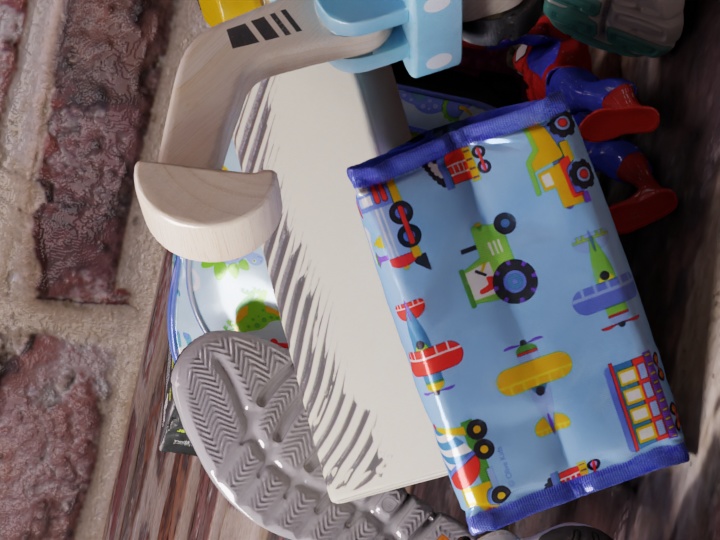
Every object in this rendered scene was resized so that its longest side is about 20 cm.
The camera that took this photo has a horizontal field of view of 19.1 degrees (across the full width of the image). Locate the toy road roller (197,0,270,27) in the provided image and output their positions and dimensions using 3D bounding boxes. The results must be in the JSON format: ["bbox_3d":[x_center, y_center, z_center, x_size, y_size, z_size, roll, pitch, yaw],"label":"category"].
[{"bbox_3d":[-0.040,-0.208,1.102,0.200,0.122,0.147,-127,20,-69],"label":"toy road roller"}]

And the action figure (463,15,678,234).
[{"bbox_3d":[0.074,-0.070,0.980,0.200,0.098,0.066,-101,-2,-70],"label":"action figure"}]

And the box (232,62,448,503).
[{"bbox_3d":[0.000,0.000,0.983,0.082,0.068,0.201,4,-111,-75],"label":"box"}]

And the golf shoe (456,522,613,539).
[{"bbox_3d":[0.058,0.140,0.906,0.200,0.077,0.095,118,161,-53],"label":"golf shoe"}]

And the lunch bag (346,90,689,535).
[{"bbox_3d":[0.061,0.010,0.911,0.200,0.094,0.151,-86,-24,-86],"label":"lunch bag"}]

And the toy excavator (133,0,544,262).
[{"bbox_3d":[-0.015,-0.115,0.902,0.100,0.199,0.195,82,170,-67],"label":"toy excavator"}]

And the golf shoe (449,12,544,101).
[{"bbox_3d":[0.077,-0.156,1.164,0.092,0.075,0.201,-80,15,-59],"label":"golf shoe"}]

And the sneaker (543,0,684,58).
[{"bbox_3d":[0.125,-0.170,0.886,0.200,0.077,0.092,118,170,-69],"label":"sneaker"}]

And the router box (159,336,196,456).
[{"bbox_3d":[-0.043,0.036,1.340,0.201,0.149,0.062,-90,15,-47],"label":"router box"}]

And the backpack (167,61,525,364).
[{"bbox_3d":[-0.013,-0.007,1.108,0.147,0.182,0.201,-54,-24,-71],"label":"backpack"}]

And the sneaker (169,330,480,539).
[{"bbox_3d":[-0.027,0.115,1.068,0.078,0.200,0.112,-46,7,-19],"label":"sneaker"}]
